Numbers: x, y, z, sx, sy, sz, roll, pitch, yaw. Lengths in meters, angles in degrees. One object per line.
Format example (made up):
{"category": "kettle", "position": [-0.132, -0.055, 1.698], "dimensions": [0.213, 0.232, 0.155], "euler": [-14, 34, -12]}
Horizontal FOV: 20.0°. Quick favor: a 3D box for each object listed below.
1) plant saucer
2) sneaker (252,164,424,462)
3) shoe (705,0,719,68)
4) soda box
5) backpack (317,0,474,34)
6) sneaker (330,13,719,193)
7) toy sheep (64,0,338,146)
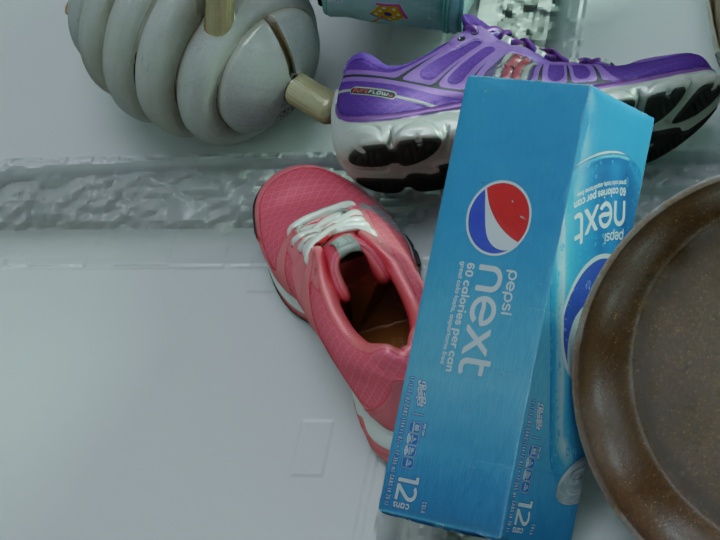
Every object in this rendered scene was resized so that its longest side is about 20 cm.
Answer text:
{"category": "plant saucer", "position": [0.189, 0.050, 0.862], "dimensions": [0.200, 0.201, 0.034], "euler": [8, 17, 22]}
{"category": "sneaker", "position": [0.000, 0.000, 1.000], "dimensions": [0.074, 0.087, 0.200], "euler": [-27, 49, -7]}
{"category": "shoe", "position": [0.200, -0.127, 1.052], "dimensions": [0.053, 0.070, 0.200], "euler": [18, 42, -12]}
{"category": "soda box", "position": [0.071, 0.019, 0.913], "dimensions": [0.068, 0.064, 0.201], "euler": [9, 85, 37]}
{"category": "backpack", "position": [0.045, -0.224, 1.101], "dimensions": [0.153, 0.176, 0.200], "euler": [17, 41, 6]}
{"category": "sneaker", "position": [0.083, -0.095, 1.041], "dimensions": [0.199, 0.081, 0.084], "euler": [-4, 68, 5]}
{"category": "toy sheep", "position": [-0.087, -0.136, 1.110], "dimensions": [0.138, 0.138, 0.200], "euler": [-41, 59, -18]}
